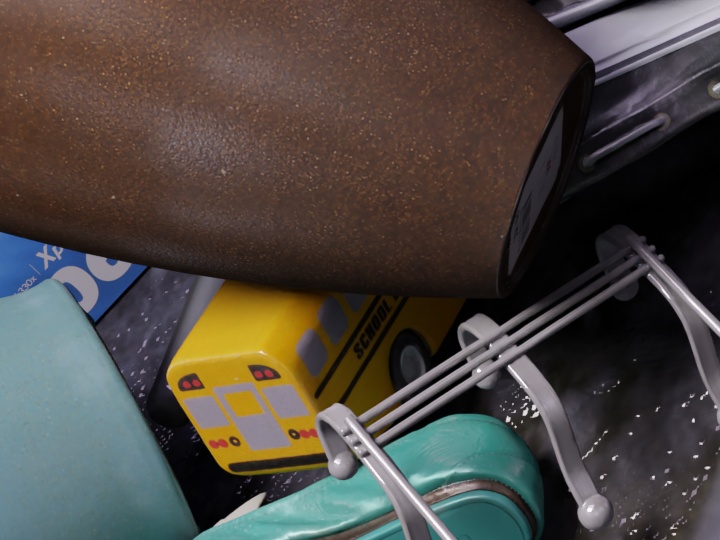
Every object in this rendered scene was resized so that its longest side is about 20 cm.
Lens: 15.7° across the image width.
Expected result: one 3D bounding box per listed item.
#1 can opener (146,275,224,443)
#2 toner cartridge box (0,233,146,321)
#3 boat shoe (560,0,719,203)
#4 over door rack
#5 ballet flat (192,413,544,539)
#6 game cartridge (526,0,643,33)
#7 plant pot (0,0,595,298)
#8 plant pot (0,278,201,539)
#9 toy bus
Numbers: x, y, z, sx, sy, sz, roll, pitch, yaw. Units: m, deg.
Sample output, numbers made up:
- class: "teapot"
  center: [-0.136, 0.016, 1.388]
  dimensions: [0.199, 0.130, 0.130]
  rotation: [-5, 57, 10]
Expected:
- class: "can opener"
  center: [-0.045, -0.007, 1.177]
  dimensions: [0.067, 0.052, 0.201]
  rotation: [128, 164, -55]
- class: "toner cartridge box"
  center: [-0.181, 0.013, 1.236]
  dimensions: [0.200, 0.095, 0.043]
  rotation: [-47, 38, -3]
- class: "boat shoe"
  center: [0.150, -0.084, 1.045]
  dimensions: [0.199, 0.071, 0.072]
  rotation: [-23, 1, -2]
- class: "over door rack"
  center: [0.097, 0.084, 0.914]
  dimensions: [0.147, 0.067, 0.200]
  rotation: [-32, 47, -18]
- class: "ballet flat"
  center: [-0.015, 0.111, 1.025]
  dimensions: [0.199, 0.068, 0.071]
  rotation: [-24, 26, 20]
- class: "game cartridge"
  center: [0.108, -0.126, 1.072]
  dimensions: [0.199, 0.133, 0.042]
  rotation: [-22, 87, 16]
- class: "plant pot"
  center: [-0.022, -0.068, 0.963]
  dimensions: [0.199, 0.187, 0.188]
  rotation: [22, 67, 12]
- class: "plant pot"
  center: [-0.173, 0.105, 1.071]
  dimensions: [0.187, 0.201, 0.200]
  rotation: [-28, 36, -10]
- class: "toy bus"
  center: [0.000, 0.000, 1.065]
  dimensions: [0.065, 0.079, 0.200]
  rotation: [-10, 33, 36]
